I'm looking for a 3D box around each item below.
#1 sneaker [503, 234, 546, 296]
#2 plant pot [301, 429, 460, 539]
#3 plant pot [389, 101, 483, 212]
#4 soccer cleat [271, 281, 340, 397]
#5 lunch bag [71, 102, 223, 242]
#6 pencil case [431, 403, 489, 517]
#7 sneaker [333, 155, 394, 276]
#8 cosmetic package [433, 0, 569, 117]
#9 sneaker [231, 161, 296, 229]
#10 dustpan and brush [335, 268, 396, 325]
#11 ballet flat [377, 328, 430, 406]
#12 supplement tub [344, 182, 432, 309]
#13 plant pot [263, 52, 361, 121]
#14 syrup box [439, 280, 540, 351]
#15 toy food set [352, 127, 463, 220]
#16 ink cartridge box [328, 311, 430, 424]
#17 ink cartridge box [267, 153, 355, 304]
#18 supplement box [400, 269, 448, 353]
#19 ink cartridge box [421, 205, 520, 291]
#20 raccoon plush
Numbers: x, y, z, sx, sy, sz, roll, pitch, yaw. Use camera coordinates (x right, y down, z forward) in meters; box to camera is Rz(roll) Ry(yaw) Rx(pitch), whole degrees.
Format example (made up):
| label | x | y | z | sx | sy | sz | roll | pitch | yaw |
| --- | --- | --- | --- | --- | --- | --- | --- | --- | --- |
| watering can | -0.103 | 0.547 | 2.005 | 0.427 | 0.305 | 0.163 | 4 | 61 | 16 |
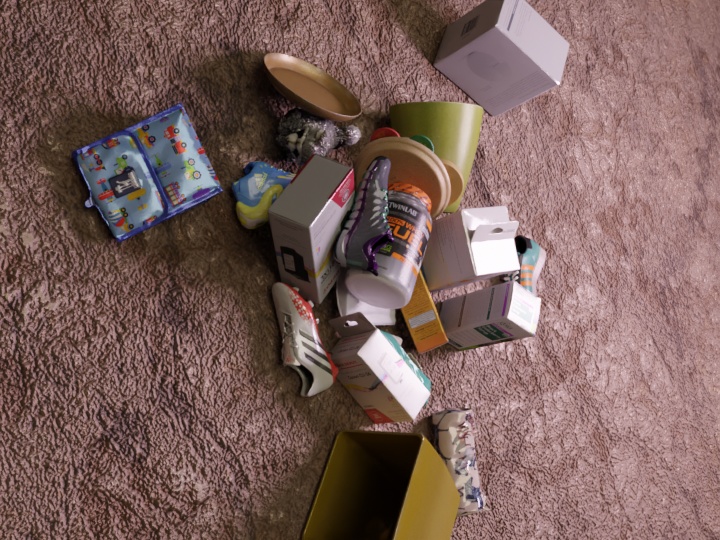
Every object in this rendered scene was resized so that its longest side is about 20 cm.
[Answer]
| label | x | y | z | sx | sy | sz | roll | pitch | yaw |
| --- | --- | --- | --- | --- | --- | --- | --- | --- | --- |
| sneaker | 0.332 | 0.014 | 1.737 | 0.079 | 0.071 | 0.202 | 36 | 55 | -19 |
| plant pot | 0.054 | 0.399 | 1.361 | 0.176 | 0.198 | 0.202 | 40 | 58 | -34 |
| plant pot | 0.145 | -0.215 | 1.599 | 0.185 | 0.186 | 0.204 | -1 | 94 | -36 |
| soccer cleat | -0.107 | 0.117 | 1.381 | 0.085 | 0.068 | 0.202 | -33 | 102 | -38 |
| lunch bag | -0.341 | -0.145 | 1.271 | 0.198 | 0.094 | 0.152 | -30 | 98 | -25 |
| pencil case | 0.185 | 0.354 | 1.530 | 0.088 | 0.078 | 0.204 | -2 | 79 | -16 |
| sneaker | 0.029 | -0.089 | 1.361 | 0.086 | 0.074 | 0.203 | 19 | 80 | 15 |
| cosmetic package | 0.301 | -0.461 | 1.744 | 0.199 | 0.198 | 0.124 | 35 | 61 | -25 |
| sneaker | -0.139 | -0.154 | 1.418 | 0.199 | 0.075 | 0.106 | -31 | 97 | -37 |
| dustpan and brush | 0.000 | 0.000 | 1.505 | 0.138 | 0.057 | 0.204 | 3 | 83 | -46 |
| ballet flat | 0.064 | 0.165 | 1.504 | 0.201 | 0.067 | 0.071 | 54 | 38 | -17 |
| supplement tub | 0.055 | -0.046 | 1.438 | 0.122 | 0.122 | 0.203 | 32 | 61 | -26 |
| plant pot | -0.089 | -0.325 | 1.468 | 0.198 | 0.028 | 0.201 | 25 | 28 | -14 |
| syrup box | 0.242 | 0.090 | 1.563 | 0.078 | 0.199 | 0.083 | 30 | 62 | -27 |
| toy food set | 0.076 | -0.168 | 1.509 | 0.198 | 0.199 | 0.049 | 42 | 43 | -14 |
| ink cartridge box | 0.015 | 0.173 | 1.426 | 0.201 | 0.116 | 0.068 | 51 | 55 | -14 |
| ink cartridge box | -0.073 | -0.067 | 1.366 | 0.082 | 0.202 | 0.147 | 21 | 56 | 19 |
| supplement box | 0.101 | 0.049 | 1.540 | 0.068 | 0.067 | 0.203 | -23 | 92 | 2 |
| ink cartridge box | 0.200 | -0.041 | 1.564 | 0.127 | 0.199 | 0.127 | -8 | 83 | -37 |
| raccoon plush | -0.054 | -0.236 | 1.441 | 0.198 | 0.134 | 0.098 | -20 | 122 | -29 |
